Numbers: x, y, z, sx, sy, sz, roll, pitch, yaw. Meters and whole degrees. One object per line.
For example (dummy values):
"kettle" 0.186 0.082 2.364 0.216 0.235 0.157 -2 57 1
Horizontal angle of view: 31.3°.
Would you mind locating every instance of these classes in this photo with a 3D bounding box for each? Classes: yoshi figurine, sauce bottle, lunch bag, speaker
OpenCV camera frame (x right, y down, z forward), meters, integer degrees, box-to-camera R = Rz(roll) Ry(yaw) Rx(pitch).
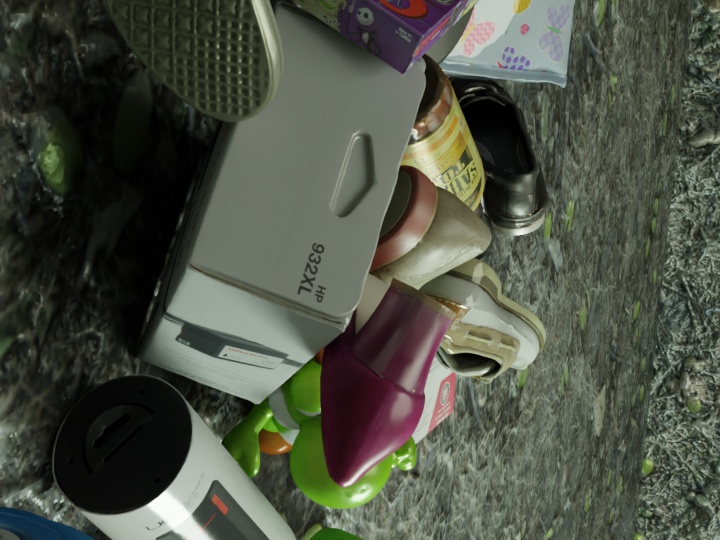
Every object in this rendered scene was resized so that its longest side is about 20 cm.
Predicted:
"yoshi figurine" -0.024 0.103 0.806 0.113 0.112 0.200 -49 178 -10
"sauce bottle" 0.053 -0.068 0.870 0.200 0.065 0.067 53 49 -57
"lunch bag" 0.067 -0.234 0.974 0.199 0.127 0.171 -3 102 -43
"speaker" -0.100 0.138 0.740 0.200 0.080 0.082 66 38 -55

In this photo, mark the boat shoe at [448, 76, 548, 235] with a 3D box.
"boat shoe" 0.109 -0.113 1.043 0.201 0.066 0.057 -105 -172 -46

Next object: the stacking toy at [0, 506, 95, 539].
"stacking toy" -0.174 0.203 0.526 0.109 0.115 0.202 13 92 -53

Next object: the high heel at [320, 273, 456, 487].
"high heel" 0.001 0.053 0.675 0.096 0.067 0.200 -61 -168 -3

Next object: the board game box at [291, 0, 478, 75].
"board game box" -0.035 -0.180 0.643 0.120 0.199 0.032 -52 175 -50

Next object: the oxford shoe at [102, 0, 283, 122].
"oxford shoe" -0.094 -0.159 0.565 0.201 0.075 0.058 56 26 -8

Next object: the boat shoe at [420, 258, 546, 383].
"boat shoe" 0.086 0.048 0.980 0.200 0.074 0.069 39 67 -58

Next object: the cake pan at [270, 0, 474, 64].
"cake pan" 0.007 -0.208 0.831 0.199 0.037 0.202 -8 103 -40

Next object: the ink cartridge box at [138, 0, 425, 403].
"ink cartridge box" -0.048 -0.026 0.680 0.200 0.083 0.146 136 -27 -68

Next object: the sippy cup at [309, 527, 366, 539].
"sippy cup" -0.005 0.268 0.964 0.139 0.129 0.180 -15 111 -67

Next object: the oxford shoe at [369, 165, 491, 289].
"oxford shoe" 0.000 0.000 0.806 0.074 0.199 0.071 26 64 -27

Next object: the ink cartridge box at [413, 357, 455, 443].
"ink cartridge box" 0.022 0.027 1.010 0.145 0.084 0.202 -23 120 -66
